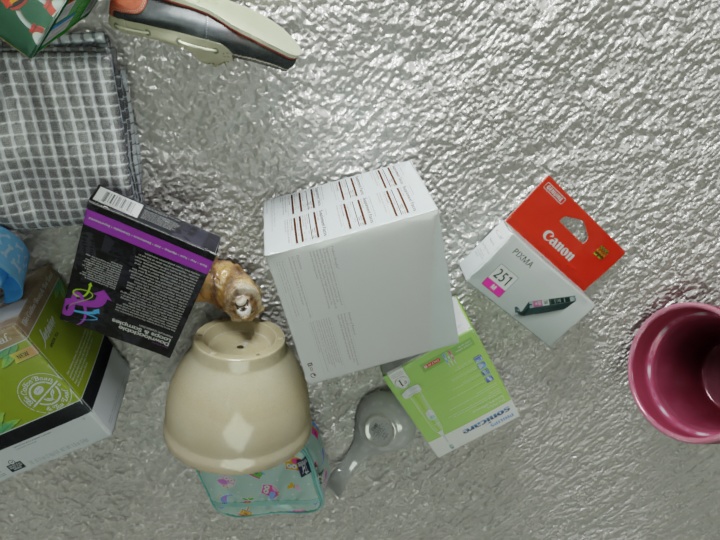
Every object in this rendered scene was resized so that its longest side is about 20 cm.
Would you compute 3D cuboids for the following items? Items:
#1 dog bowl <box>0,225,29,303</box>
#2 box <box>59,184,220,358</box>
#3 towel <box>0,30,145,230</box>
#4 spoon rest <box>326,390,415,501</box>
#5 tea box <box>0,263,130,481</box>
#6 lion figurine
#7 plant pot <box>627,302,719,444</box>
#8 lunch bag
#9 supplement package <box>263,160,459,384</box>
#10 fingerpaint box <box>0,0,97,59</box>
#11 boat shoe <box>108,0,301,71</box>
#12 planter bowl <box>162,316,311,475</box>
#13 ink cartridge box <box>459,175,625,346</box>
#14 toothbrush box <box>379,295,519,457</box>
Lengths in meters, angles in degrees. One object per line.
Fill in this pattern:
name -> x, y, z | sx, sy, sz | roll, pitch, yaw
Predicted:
dog bowl -> -0.462, -0.009, 0.699 | 0.196, 0.050, 0.112 | -9, 143, 23
box -> -0.260, 0.011, 0.717 | 0.141, 0.036, 0.201 | 23, 128, -16
towel -> -0.328, -0.144, 0.662 | 0.162, 0.086, 0.204 | -4, 121, -8
spoon rest -> 0.010, 0.276, 0.984 | 0.099, 0.061, 0.201 | 39, 107, 6
tea box -> -0.438, 0.136, 0.780 | 0.196, 0.134, 0.199 | -23, 121, 5
lion figurine -> -0.229, 0.022, 0.797 | 0.195, 0.073, 0.124 | -5, 133, 10
plant pot -> 0.544, 0.159, 0.942 | 0.176, 0.201, 0.203 | 9, 120, -33
lunch bag -> -0.145, 0.303, 0.940 | 0.195, 0.078, 0.163 | -5, 117, 12
supplement package -> 0.000, 0.000, 0.766 | 0.196, 0.148, 0.194 | -15, 122, -1
fingerpaint box -> -0.307, -0.283, 0.515 | 0.166, 0.201, 0.073 | 36, 109, -26
boat shoe -> -0.160, -0.248, 0.638 | 0.196, 0.072, 0.063 | 17, 123, -17
planter bowl -> -0.159, 0.145, 0.807 | 0.195, 0.201, 0.138 | 1, 111, -10
ink cartridge box -> 0.267, -0.006, 0.872 | 0.199, 0.044, 0.174 | 35, 111, -26
toothbrush box -> 0.130, 0.163, 0.922 | 0.144, 0.087, 0.202 | -29, 120, 8
